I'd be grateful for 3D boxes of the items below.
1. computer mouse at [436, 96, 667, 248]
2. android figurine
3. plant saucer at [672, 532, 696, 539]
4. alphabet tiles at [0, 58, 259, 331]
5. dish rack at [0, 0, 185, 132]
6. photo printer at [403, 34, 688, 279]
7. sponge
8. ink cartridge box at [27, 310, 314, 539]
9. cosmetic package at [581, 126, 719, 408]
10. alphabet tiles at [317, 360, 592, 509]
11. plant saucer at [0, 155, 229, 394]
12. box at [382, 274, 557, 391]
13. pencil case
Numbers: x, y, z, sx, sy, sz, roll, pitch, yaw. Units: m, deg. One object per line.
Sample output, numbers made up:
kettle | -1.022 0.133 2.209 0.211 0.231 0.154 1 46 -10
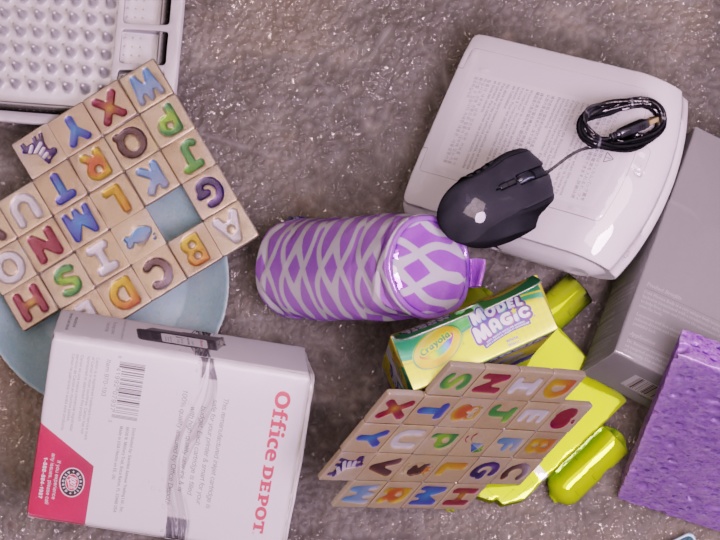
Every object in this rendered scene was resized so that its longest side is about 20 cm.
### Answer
computer mouse | 0.142 -0.077 1.485 0.199 0.034 0.059 -31 77 -17
android figurine | 0.123 0.102 1.609 0.200 0.041 0.182 -44 83 -6
plant saucer | 0.183 0.277 1.593 0.198 0.019 0.070 -24 82 -4
alphabet tiles | -0.206 -0.046 1.613 0.199 0.008 0.168 -32 83 -3
dish rack | -0.241 -0.198 1.660 0.198 0.044 0.174 4 82 1
photo printer | 0.150 -0.087 1.584 0.199 0.069 0.168 17 78 32
sponge | 0.267 0.126 1.529 0.111 0.201 0.030 17 53 5
ink cartridge box | -0.144 0.122 1.559 0.198 0.083 0.147 9 101 -6
cosmetic package | 0.259 0.004 1.579 0.106 0.090 0.201 26 70 -6
alphabet tiles | 0.071 0.123 1.487 0.167 0.199 0.006 -52 49 34
plant saucer | -0.202 0.012 1.630 0.199 0.039 0.203 0 81 0
box | 0.079 0.054 1.496 0.116 0.200 0.049 -23 80 -4
pencil case | 0.000 0.000 1.547 0.085 0.199 0.085 19 81 -33
